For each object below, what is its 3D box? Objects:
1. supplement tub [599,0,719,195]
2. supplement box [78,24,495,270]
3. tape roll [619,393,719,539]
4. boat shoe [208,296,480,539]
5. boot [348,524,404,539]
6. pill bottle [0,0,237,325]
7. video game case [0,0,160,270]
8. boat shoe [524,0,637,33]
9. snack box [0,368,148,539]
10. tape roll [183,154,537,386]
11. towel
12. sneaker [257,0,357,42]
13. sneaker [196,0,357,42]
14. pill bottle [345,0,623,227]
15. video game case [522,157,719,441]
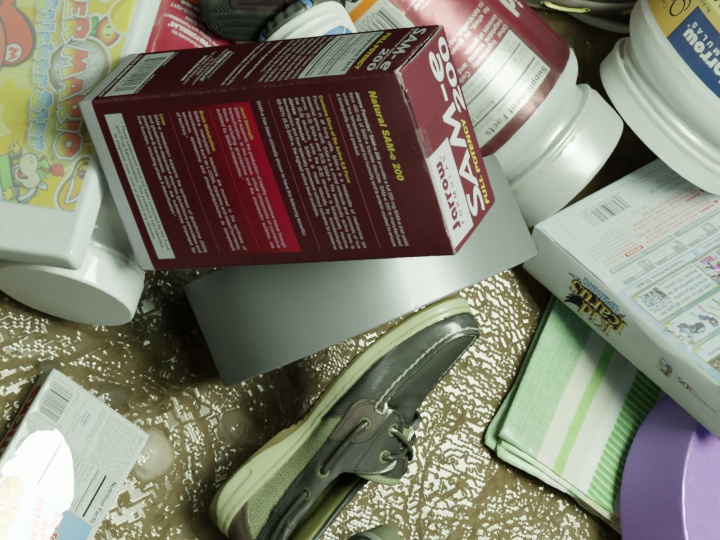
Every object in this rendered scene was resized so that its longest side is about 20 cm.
[{"bbox_3d":[0.262,-0.158,1.619,0.144,0.200,0.145,35,26,-19],"label":"supplement tub"},{"bbox_3d":[-0.039,-0.063,1.351,0.061,0.199,0.109,-51,130,-48],"label":"supplement box"},{"bbox_3d":[0.264,0.161,1.652,0.199,0.066,0.201,8,75,-32],"label":"tape roll"},{"bbox_3d":[0.001,0.099,1.478,0.066,0.201,0.072,52,13,20],"label":"boat shoe"},{"bbox_3d":[-0.035,0.253,1.489,0.200,0.073,0.182,-21,76,-38],"label":"boot"},{"bbox_3d":[-0.145,-0.076,1.475,0.113,0.113,0.201,23,69,-23],"label":"pill bottle"},{"bbox_3d":[-0.215,-0.106,1.429,0.181,0.023,0.201,8,69,17],"label":"video game case"},{"bbox_3d":[0.125,-0.202,1.685,0.199,0.059,0.072,10,75,-27],"label":"boat shoe"},{"bbox_3d":[-0.196,0.158,1.446,0.072,0.024,0.200,37,64,-18],"label":"snack box"},{"bbox_3d":[0.000,0.000,1.489,0.200,0.200,0.066,-23,89,-31],"label":"tape roll"},{"bbox_3d":[0.186,0.104,1.675,0.200,0.023,0.153,35,64,-17],"label":"towel"},{"bbox_3d":[-0.010,-0.079,1.519,0.076,0.200,0.077,-33,62,-3],"label":"sneaker"},{"bbox_3d":[-0.033,-0.213,1.499,0.200,0.076,0.116,-26,64,-28],"label":"sneaker"},{"bbox_3d":[0.063,-0.128,1.602,0.200,0.114,0.114,43,62,-15],"label":"pill bottle"},{"bbox_3d":[0.237,0.002,1.649,0.200,0.046,0.181,-27,56,-35],"label":"video game case"}]
